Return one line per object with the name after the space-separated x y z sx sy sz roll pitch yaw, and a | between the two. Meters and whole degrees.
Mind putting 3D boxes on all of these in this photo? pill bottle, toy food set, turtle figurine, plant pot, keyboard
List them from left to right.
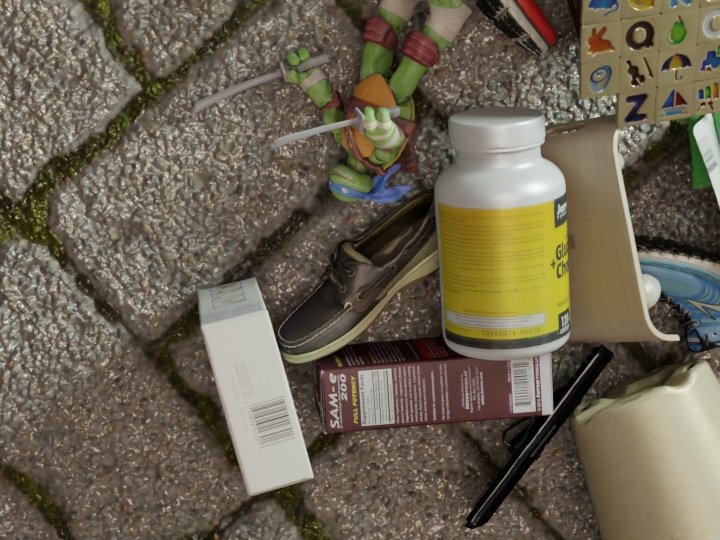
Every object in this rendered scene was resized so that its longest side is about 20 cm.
-0.007 -0.165 1.461 0.200 0.144 0.194 28 90 -12 | turtle figurine
0.120 -0.033 1.465 0.112 0.112 0.200 -6 106 -5 | pill bottle
0.151 0.142 1.545 0.040 0.104 0.200 38 92 14 | keyboard
0.201 -0.031 1.506 0.060 0.143 0.200 -16 98 -38 | toy food set
0.277 0.186 1.523 0.200 0.200 0.184 -24 90 -2 | plant pot

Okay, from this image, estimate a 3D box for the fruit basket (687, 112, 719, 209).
0.362 -0.069 1.519 0.185 0.094 0.200 -36 114 -39 | fruit basket

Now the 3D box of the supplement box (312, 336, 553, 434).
0.061 0.096 1.520 0.200 0.109 0.061 -4 99 -4 | supplement box

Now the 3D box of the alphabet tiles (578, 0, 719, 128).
0.254 -0.208 1.378 0.166 0.006 0.200 -10 125 -9 | alphabet tiles

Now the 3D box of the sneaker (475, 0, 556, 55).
0.125 -0.282 1.494 0.085 0.077 0.200 -32 100 -6 | sneaker

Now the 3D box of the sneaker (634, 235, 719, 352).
0.305 0.030 1.553 0.200 0.078 0.090 19 99 -8 | sneaker

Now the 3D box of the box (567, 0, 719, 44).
0.272 -0.299 1.459 0.200 0.164 0.166 -19 100 -3 | box

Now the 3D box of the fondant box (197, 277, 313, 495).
-0.091 0.092 1.457 0.058 0.200 0.145 -16 99 -5 | fondant box

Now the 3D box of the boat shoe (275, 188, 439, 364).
0.000 0.000 1.512 0.200 0.073 0.065 -40 130 -9 | boat shoe
